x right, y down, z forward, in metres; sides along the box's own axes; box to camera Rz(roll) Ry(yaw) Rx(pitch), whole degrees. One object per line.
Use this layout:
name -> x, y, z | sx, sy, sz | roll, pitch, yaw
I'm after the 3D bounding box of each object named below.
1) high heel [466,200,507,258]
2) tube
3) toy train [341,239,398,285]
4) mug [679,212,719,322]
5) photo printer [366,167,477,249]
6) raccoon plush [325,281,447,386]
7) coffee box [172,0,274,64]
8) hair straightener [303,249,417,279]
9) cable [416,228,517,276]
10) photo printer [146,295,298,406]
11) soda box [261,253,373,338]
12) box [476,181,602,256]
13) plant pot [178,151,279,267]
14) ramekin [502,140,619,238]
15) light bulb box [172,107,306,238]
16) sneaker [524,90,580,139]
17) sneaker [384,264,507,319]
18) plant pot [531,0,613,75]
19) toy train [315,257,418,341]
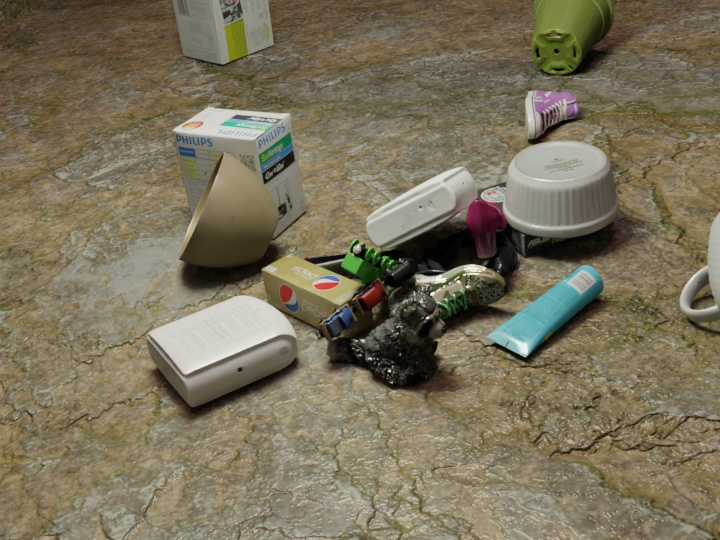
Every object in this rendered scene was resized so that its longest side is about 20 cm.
high heel -> 0.200, -0.101, 1.742 | 0.066, 0.097, 0.201 | -5, 23, 15
tube -> 0.282, 0.062, 1.583 | 0.199, 0.051, 0.077 | -33, 33, -29
toy train -> 0.022, -0.001, 1.652 | 0.041, 0.057, 0.200 | 28, -1, 23
mug -> 0.548, 0.012, 1.519 | 0.198, 0.148, 0.176 | -27, 24, 35
photo printer -> 0.110, -0.109, 1.807 | 0.165, 0.070, 0.200 | -26, 4, 21
raccoon plush -> 0.030, 0.084, 1.512 | 0.196, 0.136, 0.097 | 0, 31, 15
coffee box -> -0.384, -0.712, 2.970 | 0.196, 0.203, 0.198 | -30, 36, -35
hair straightener -> 0.000, 0.000, 1.781 | 0.196, 0.042, 0.077 | -3, 29, 1
cable -> 0.174, -0.016, 1.752 | 0.160, 0.052, 0.201 | -6, 25, 21
photo printer -> -0.201, 0.112, 1.593 | 0.198, 0.071, 0.166 | -23, 32, -25
soda box -> -0.069, 0.041, 1.685 | 0.064, 0.069, 0.199 | -29, 35, -33
box -> 0.306, -0.104, 1.867 | 0.158, 0.045, 0.200 | -16, 30, -15
plant pot -> -0.219, -0.087, 1.861 | 0.133, 0.202, 0.201 | 23, 26, -13
ramekin -> 0.335, -0.143, 1.787 | 0.198, 0.096, 0.203 | -6, 29, 3
light bulb box -> -0.225, -0.186, 1.993 | 0.195, 0.203, 0.125 | 9, 33, 28
sneaker -> 0.401, -0.332, 2.222 | 0.112, 0.074, 0.201 | 3, 31, 13
sneaker -> 0.128, 0.051, 1.627 | 0.196, 0.078, 0.089 | -8, 38, 14
plant pot -> 0.485, -0.564, 2.522 | 0.197, 0.202, 0.191 | 5, 44, 23
toy train -> 0.012, 0.042, 1.585 | 0.199, 0.034, 0.046 | -38, 17, -25
